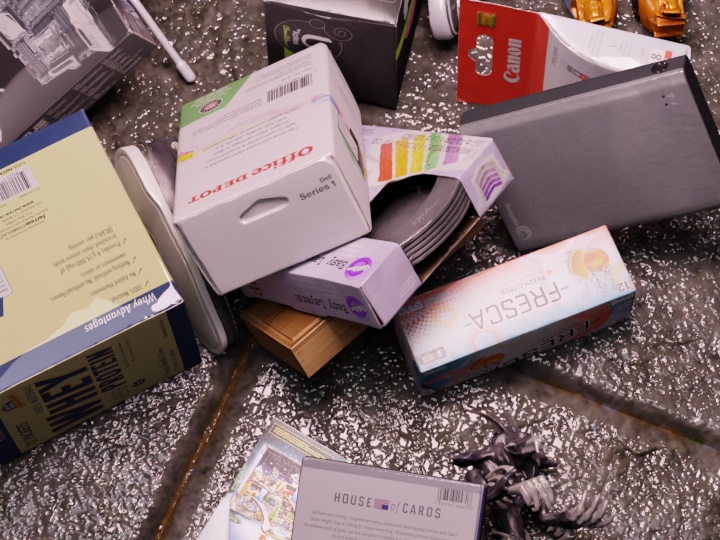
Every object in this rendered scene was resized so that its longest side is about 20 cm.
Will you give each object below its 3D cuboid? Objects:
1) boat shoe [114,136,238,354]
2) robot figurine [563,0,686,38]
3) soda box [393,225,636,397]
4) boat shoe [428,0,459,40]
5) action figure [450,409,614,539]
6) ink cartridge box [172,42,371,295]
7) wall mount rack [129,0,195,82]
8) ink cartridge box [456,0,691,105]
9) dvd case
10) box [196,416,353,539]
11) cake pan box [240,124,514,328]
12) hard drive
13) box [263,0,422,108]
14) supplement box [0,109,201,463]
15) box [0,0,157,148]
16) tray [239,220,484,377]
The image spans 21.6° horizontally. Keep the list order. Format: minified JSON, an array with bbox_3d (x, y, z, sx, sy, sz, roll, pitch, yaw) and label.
[{"bbox_3d":[-0.146,-0.025,1.633,0.060,0.074,0.201,-20,71,-27],"label":"boat shoe"},{"bbox_3d":[0.237,-0.305,1.742,0.143,0.058,0.202,-6,67,-1],"label":"robot figurine"},{"bbox_3d":[0.130,0.035,1.597,0.198,0.064,0.069,-20,67,-5],"label":"soda box"},{"bbox_3d":[0.113,-0.297,1.737,0.067,0.074,0.201,6,57,21],"label":"boat shoe"},{"bbox_3d":[0.141,0.196,1.500,0.118,0.102,0.202,9,63,-41],"label":"action figure"},{"bbox_3d":[-0.074,-0.087,1.579,0.144,0.084,0.201,-23,31,11],"label":"ink cartridge box"},{"bbox_3d":[-0.172,-0.280,1.746,0.200,0.075,0.174,-42,68,-13],"label":"wall mount rack"},{"bbox_3d":[0.175,-0.152,1.622,0.198,0.163,0.051,11,63,7],"label":"ink cartridge box"},{"bbox_3d":[0.013,0.255,1.467,0.149,0.025,0.202,7,86,14],"label":"dvd case"},{"bbox_3d":[-0.022,0.228,1.532,0.199,0.038,0.137,29,71,14],"label":"box"},{"bbox_3d":[0.007,-0.041,1.574,0.199,0.053,0.184,13,54,50],"label":"cake pan box"},{"bbox_3d":[0.198,-0.095,1.574,0.198,0.140,0.033,-12,36,26],"label":"hard drive"},{"bbox_3d":[-0.004,-0.275,1.690,0.123,0.149,0.202,11,67,6],"label":"box"},{"bbox_3d":[-0.268,0.015,1.583,0.199,0.135,0.201,-26,68,-9],"label":"supplement box"},{"bbox_3d":[-0.298,-0.199,1.683,0.200,0.050,0.158,-39,68,14],"label":"box"},{"bbox_3d":[0.000,0.000,1.603,0.200,0.037,0.098,-41,31,-14],"label":"tray"}]
